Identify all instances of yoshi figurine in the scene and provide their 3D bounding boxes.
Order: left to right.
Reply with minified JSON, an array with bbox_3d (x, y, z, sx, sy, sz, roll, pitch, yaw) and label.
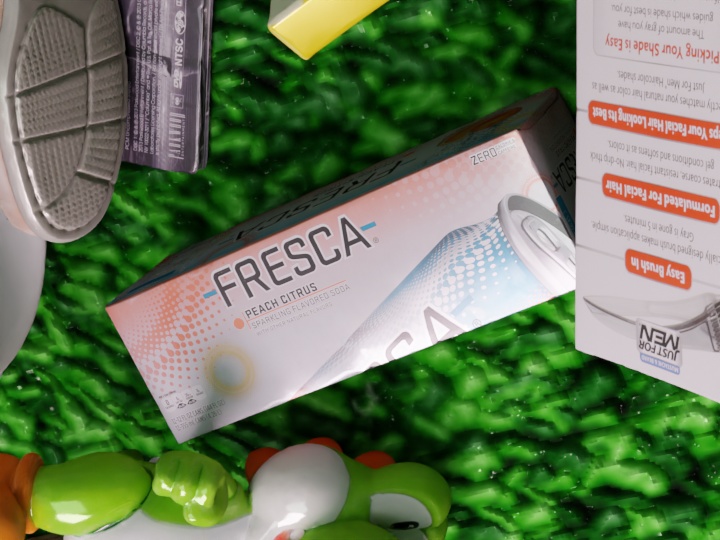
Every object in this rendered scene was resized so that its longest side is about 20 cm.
[{"bbox_3d":[-0.058,0.122,0.805,0.200,0.112,0.112,-5,81,-6],"label":"yoshi figurine"}]

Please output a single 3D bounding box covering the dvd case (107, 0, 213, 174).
[{"bbox_3d":[-0.154,-0.128,0.827,0.200,0.016,0.149,11,114,16],"label":"dvd case"}]

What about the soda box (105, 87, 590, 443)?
[{"bbox_3d":[0.000,0.000,0.794,0.200,0.064,0.068,-23,101,27],"label":"soda box"}]

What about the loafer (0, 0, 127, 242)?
[{"bbox_3d":[-0.140,-0.112,0.788,0.063,0.072,0.200,6,107,36],"label":"loafer"}]

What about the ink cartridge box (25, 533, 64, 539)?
[{"bbox_3d":[-0.181,0.221,0.941,0.200,0.075,0.165,-13,107,24],"label":"ink cartridge box"}]

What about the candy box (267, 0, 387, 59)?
[{"bbox_3d":[0.049,-0.161,0.692,0.200,0.102,0.026,-32,126,28],"label":"candy box"}]

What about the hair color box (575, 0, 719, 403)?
[{"bbox_3d":[0.127,-0.061,0.676,0.111,0.064,0.200,21,114,61],"label":"hair color box"}]

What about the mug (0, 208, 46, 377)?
[{"bbox_3d":[-0.233,0.002,0.841,0.175,0.148,0.200,-6,144,30],"label":"mug"}]
